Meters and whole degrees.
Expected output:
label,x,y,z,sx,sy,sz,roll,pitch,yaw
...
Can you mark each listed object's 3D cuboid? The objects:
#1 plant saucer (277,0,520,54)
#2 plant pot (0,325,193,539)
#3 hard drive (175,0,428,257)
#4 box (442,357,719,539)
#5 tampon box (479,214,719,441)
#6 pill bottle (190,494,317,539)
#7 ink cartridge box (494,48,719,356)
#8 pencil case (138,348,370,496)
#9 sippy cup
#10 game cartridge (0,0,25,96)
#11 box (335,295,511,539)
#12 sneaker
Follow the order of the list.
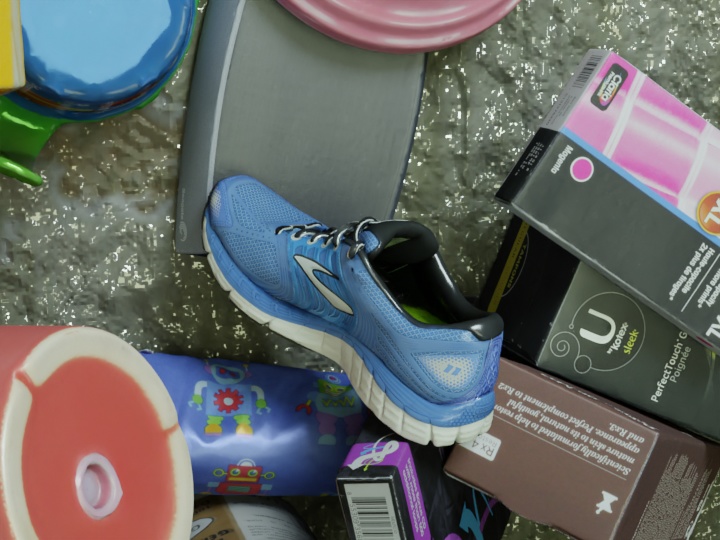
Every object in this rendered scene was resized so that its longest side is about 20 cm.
label,x,y,z,sx,sy,sz,roll,pitch,yaw
plant saucer,0.022,-0.221,0.864,0.199,0.051,0.202,2,82,-17
plant pot,-0.193,0.113,0.781,0.176,0.200,0.201,-12,107,28
hard drive,-0.028,-0.096,0.905,0.134,0.042,0.201,9,98,-16
box,0.132,0.107,0.896,0.100,0.200,0.075,25,93,23
tampon box,0.194,0.010,0.938,0.199,0.126,0.151,22,93,-16
pill bottle,-0.057,0.199,0.869,0.114,0.200,0.115,-3,101,-14
ink cartridge box,0.176,-0.023,0.845,0.199,0.037,0.095,33,90,-18
pencil case,-0.071,0.087,0.910,0.199,0.087,0.078,4,141,-15
sippy cup,-0.143,-0.140,0.822,0.139,0.130,0.179,-13,102,-12
game cartridge,-0.202,-0.179,0.763,0.032,0.176,0.201,-7,94,-24
box,0.042,0.120,0.875,0.036,0.200,0.144,-4,115,18
sneaker,0.000,0.000,0.821,0.078,0.200,0.090,-21,138,-48
